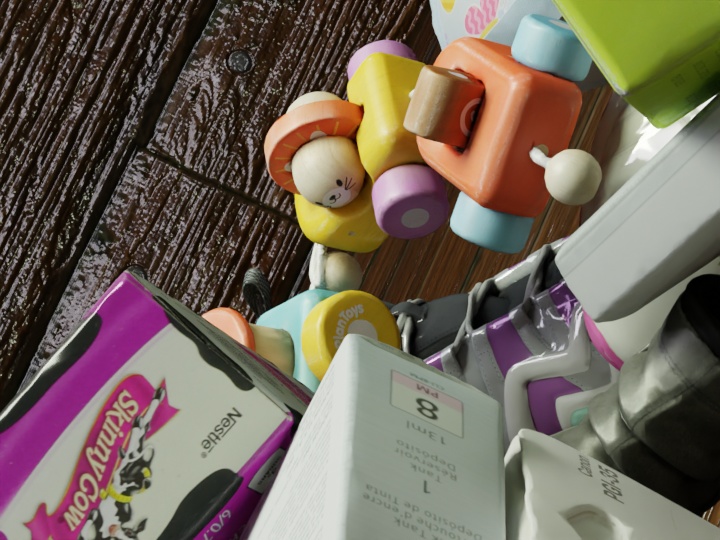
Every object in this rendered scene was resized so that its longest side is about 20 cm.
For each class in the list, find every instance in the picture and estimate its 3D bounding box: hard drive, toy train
[{"bbox_3d":[0.130,-0.056,0.681,0.132,0.027,0.200,-32,-7,-22],"label":"hard drive"},{"bbox_3d":[0.000,0.000,0.938,0.200,0.056,0.150,-69,27,16],"label":"toy train"}]

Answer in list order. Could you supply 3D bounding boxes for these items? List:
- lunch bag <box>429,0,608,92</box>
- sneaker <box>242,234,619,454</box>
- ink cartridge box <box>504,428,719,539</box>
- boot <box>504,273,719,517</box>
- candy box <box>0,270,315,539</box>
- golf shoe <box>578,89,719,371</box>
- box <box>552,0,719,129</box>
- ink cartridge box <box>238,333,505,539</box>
[{"bbox_3d":[0.119,-0.165,1.190,0.200,0.127,0.170,-55,1,-35],"label":"lunch bag"},{"bbox_3d":[0.027,0.024,1.040,0.200,0.140,0.078,-62,0,24],"label":"sneaker"},{"bbox_3d":[0.028,0.155,0.684,0.200,0.083,0.147,-63,4,12],"label":"ink cartridge box"},{"bbox_3d":[0.077,0.064,0.834,0.131,0.068,0.200,-43,-11,3],"label":"boot"},{"bbox_3d":[-0.059,0.085,0.810,0.136,0.061,0.200,-49,-15,0],"label":"candy box"},{"bbox_3d":[0.124,-0.057,0.872,0.200,0.075,0.092,-65,8,2],"label":"golf shoe"},{"bbox_3d":[0.131,-0.107,0.649,0.200,0.048,0.122,-35,-6,8],"label":"box"},{"bbox_3d":[-0.022,0.127,0.649,0.163,0.057,0.200,-62,13,23],"label":"ink cartridge box"}]
